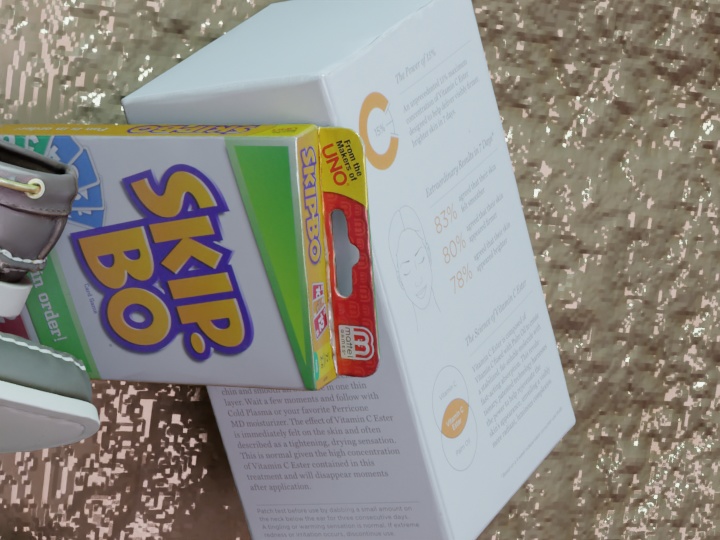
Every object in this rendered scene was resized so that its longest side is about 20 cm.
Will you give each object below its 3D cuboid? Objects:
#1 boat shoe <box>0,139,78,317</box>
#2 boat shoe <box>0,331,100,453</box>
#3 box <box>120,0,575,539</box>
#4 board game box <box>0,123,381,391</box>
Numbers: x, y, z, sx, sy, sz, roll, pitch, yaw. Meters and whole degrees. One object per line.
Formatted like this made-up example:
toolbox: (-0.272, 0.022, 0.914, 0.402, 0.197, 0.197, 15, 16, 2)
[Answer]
boat shoe: (-0.198, -0.056, 0.883, 0.199, 0.072, 0.060, 30, 99, -6)
boat shoe: (-0.187, 0.023, 0.879, 0.200, 0.072, 0.061, 11, 62, -24)
box: (0.000, 0.000, 0.981, 0.124, 0.097, 0.201, -40, 120, -53)
board game box: (-0.089, -0.006, 0.919, 0.030, 0.198, 0.096, -36, 124, -65)
